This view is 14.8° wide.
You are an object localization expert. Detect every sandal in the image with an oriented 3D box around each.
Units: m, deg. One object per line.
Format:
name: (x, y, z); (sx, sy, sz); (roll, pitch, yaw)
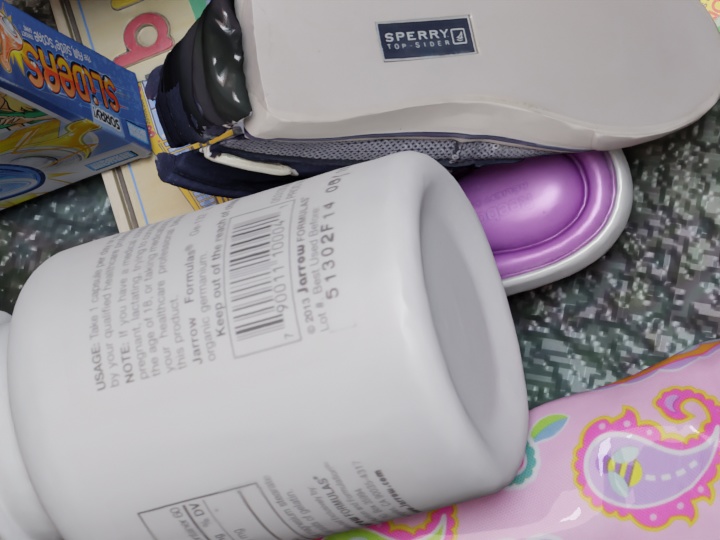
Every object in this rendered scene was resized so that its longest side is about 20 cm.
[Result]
sandal: (-0.003, -0.007, 0.976); (0.202, 0.050, 0.083); (-27, 75, 6)

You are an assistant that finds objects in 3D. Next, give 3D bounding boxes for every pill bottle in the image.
pill bottle: (-0.055, 0.040, 0.911); (0.199, 0.114, 0.115); (-15, 77, 17)

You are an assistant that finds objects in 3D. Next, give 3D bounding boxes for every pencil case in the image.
pencil case: (0.056, 0.089, 0.952); (0.199, 0.087, 0.088); (-19, 76, 9)

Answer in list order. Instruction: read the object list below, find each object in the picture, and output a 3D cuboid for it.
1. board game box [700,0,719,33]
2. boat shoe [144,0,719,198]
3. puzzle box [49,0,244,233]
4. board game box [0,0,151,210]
board game box: (0.206, -0.052, 0.974); (0.095, 0.030, 0.200); (-42, 71, 3)
boat shoe: (0.021, -0.065, 0.944); (0.199, 0.093, 0.075); (0, 75, -28)
puzzle box: (-0.038, -0.066, 1.036); (0.133, 0.025, 0.201); (-21, 76, 10)
board game box: (-0.194, -0.040, 0.997); (0.199, 0.135, 0.035); (-20, 72, 19)
